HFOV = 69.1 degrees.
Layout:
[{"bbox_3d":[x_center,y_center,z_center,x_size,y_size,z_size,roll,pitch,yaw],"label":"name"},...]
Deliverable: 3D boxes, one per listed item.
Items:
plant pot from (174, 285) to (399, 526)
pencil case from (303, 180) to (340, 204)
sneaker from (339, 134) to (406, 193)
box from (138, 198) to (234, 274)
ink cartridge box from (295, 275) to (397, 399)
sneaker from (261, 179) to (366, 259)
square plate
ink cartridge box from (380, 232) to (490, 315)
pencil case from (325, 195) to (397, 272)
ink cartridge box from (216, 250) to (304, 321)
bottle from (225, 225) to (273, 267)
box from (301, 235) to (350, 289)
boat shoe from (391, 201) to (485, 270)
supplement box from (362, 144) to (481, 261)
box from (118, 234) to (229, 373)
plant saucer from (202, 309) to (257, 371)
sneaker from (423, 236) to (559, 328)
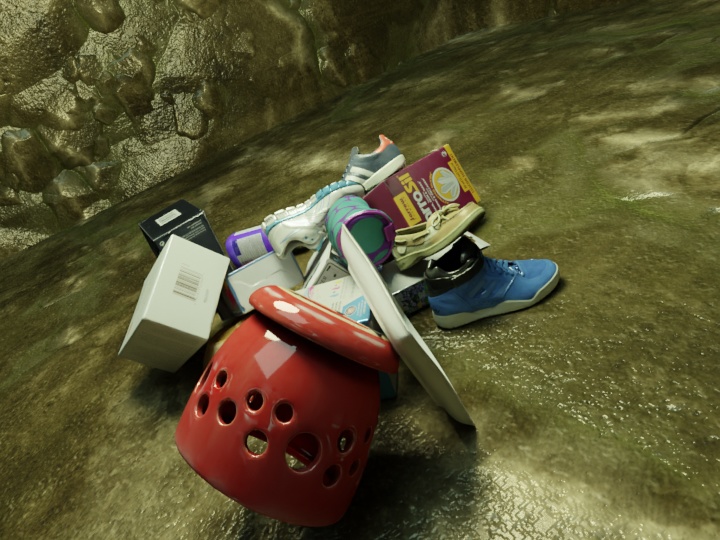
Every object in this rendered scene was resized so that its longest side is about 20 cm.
[{"bbox_3d":[-0.069,0.126,0.550,0.198,0.198,0.187,18,83,53],"label":"plant pot"},{"bbox_3d":[-0.055,-0.175,1.301,0.199,0.084,0.085,-38,30,-27],"label":"pencil case"},{"bbox_3d":[-0.012,-0.176,0.985,0.198,0.086,0.075,-36,-3,4],"label":"sneaker"},{"bbox_3d":[-0.370,-0.027,1.140,0.122,0.202,0.199,-33,28,-19],"label":"box"},{"bbox_3d":[-0.056,0.106,0.732,0.194,0.128,0.130,-15,27,13],"label":"ink cartridge box"},{"bbox_3d":[-0.071,-0.082,0.910,0.196,0.088,0.075,-28,-19,7],"label":"sneaker"},{"bbox_3d":[0.047,0.067,0.606,0.028,0.201,0.200,-33,41,3],"label":"square plate"},{"bbox_3d":[0.114,0.003,0.877,0.196,0.051,0.109,-26,25,-8],"label":"ink cartridge box"},{"bbox_3d":[-0.003,-0.062,0.792,0.089,0.088,0.200,-5,15,-8],"label":"pencil case"},{"bbox_3d":[-0.208,0.029,0.994,0.135,0.078,0.199,-29,3,-29],"label":"ink cartridge box"},{"bbox_3d":[-0.216,-0.066,1.222,0.195,0.085,0.066,-14,26,19],"label":"bottle"},{"bbox_3d":[-0.054,-0.002,0.931,0.118,0.059,0.201,-57,12,21],"label":"box"},{"bbox_3d":[0.105,-0.061,0.787,0.072,0.064,0.200,-32,0,-30],"label":"boat shoe"},{"bbox_3d":[0.112,-0.129,0.981,0.198,0.133,0.103,-34,3,-34],"label":"supplement box"},{"bbox_3d":[-0.319,0.064,0.891,0.199,0.104,0.156,-36,39,49],"label":"box"},{"bbox_3d":[-0.189,0.100,0.894,0.196,0.036,0.201,-27,12,6],"label":"plant saucer"},{"bbox_3d":[0.187,0.000,0.755,0.195,0.114,0.077,-18,26,7],"label":"sneaker"}]
